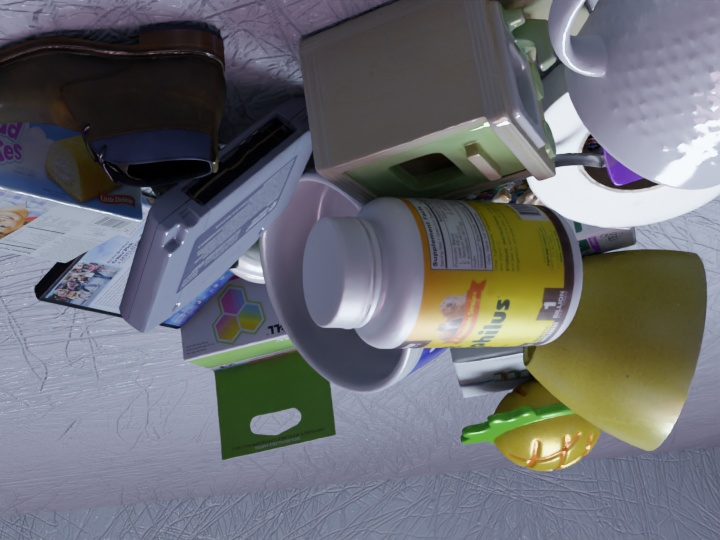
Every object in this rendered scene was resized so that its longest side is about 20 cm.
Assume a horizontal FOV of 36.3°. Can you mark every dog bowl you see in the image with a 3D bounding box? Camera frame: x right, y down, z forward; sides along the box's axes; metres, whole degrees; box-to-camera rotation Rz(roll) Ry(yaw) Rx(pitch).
[{"bbox_3d":[0.000,0.000,0.970,0.078,0.203,0.200,-24,174,-36],"label":"dog bowl"}]

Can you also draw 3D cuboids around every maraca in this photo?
[{"bbox_3d":[0.207,0.182,1.301,0.197,0.109,0.137,5,150,-39],"label":"maraca"}]

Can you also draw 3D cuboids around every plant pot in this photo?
[{"bbox_3d":[0.243,0.064,1.104,0.139,0.204,0.200,14,160,0],"label":"plant pot"}]

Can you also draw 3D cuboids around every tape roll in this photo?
[{"bbox_3d":[0.233,-0.113,0.923,0.198,0.038,0.204,0,143,0],"label":"tape roll"}]

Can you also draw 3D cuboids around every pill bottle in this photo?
[{"bbox_3d":[0.060,0.003,0.822,0.196,0.111,0.109,1,160,-26],"label":"pill bottle"}]

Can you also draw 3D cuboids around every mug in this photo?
[{"bbox_3d":[0.211,-0.163,0.693,0.196,0.150,0.176,1,149,-21],"label":"mug"}]

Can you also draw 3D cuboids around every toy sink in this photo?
[{"bbox_3d":[0.074,-0.124,0.795,0.197,0.114,0.130,-16,161,21],"label":"toy sink"}]

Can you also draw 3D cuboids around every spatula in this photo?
[{"bbox_3d":[0.163,-0.088,0.904,0.196,0.021,0.057,-10,121,20],"label":"spatula"}]

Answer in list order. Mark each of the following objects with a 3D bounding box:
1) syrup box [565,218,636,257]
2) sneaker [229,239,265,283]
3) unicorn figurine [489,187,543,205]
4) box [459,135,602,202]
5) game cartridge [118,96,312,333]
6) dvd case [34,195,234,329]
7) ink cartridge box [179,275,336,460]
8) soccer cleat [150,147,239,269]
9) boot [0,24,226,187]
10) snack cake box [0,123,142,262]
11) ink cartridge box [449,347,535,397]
[{"bbox_3d":[0.174,-0.048,1.114,0.196,0.083,0.079,-13,165,15],"label":"syrup box"},{"bbox_3d":[-0.055,-0.034,1.094,0.197,0.071,0.080,1,144,-37],"label":"sneaker"},{"bbox_3d":[0.081,-0.028,1.019,0.196,0.075,0.137,-6,175,-18],"label":"unicorn figurine"},{"bbox_3d":[0.164,-0.103,1.023,0.197,0.035,0.110,-15,161,18],"label":"box"},{"bbox_3d":[-0.108,-0.042,0.852,0.200,0.041,0.134,-46,165,-44],"label":"game cartridge"},{"bbox_3d":[-0.203,-0.005,1.082,0.142,0.018,0.199,-42,150,19],"label":"dvd case"},{"bbox_3d":[-0.112,0.087,1.186,0.145,0.204,0.076,-14,161,16],"label":"ink cartridge box"},{"bbox_3d":[-0.137,-0.057,0.939,0.066,0.083,0.200,-11,161,7],"label":"soccer cleat"},{"bbox_3d":[-0.187,-0.103,0.755,0.196,0.099,0.075,-10,161,3],"label":"boot"},{"bbox_3d":[-0.284,-0.068,0.862,0.114,0.069,0.198,-21,158,37],"label":"snack cake box"},{"bbox_3d":[0.171,0.052,1.306,0.142,0.148,0.200,-10,162,4],"label":"ink cartridge box"}]
